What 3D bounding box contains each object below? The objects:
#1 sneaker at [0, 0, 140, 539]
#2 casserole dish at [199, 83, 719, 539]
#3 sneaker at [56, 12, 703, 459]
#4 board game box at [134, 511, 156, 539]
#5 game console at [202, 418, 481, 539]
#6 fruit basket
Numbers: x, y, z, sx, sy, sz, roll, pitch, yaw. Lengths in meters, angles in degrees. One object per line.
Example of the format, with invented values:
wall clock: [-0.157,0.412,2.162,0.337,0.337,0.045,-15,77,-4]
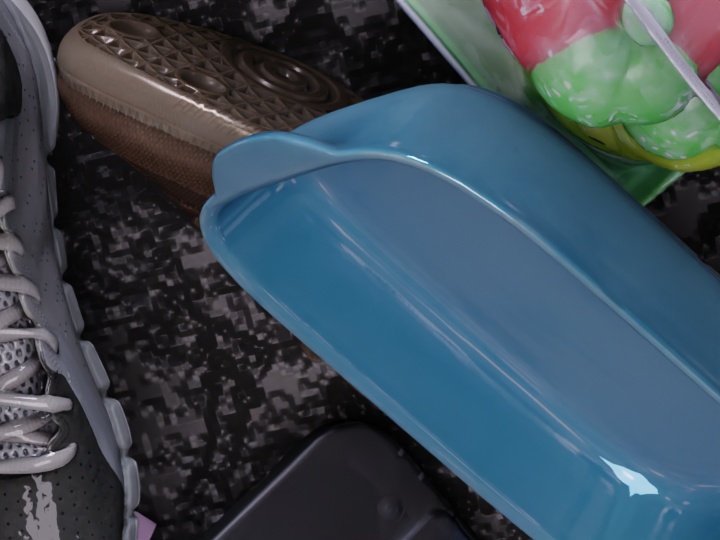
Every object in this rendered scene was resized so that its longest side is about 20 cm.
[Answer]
sneaker: [-0.109,0.008,0.767,0.075,0.116,0.201,-12,80,1]
casserole dish: [0.050,0.018,0.738,0.200,0.121,0.039,41,62,-20]
sneaker: [0.000,0.000,0.813,0.200,0.070,0.076,25,111,-1]
board game box: [-0.197,0.102,0.869,0.199,0.043,0.200,33,105,-6]
game console: [0.015,0.168,0.795,0.176,0.116,0.200,-43,104,-14]
fruit basket: [0.047,-0.075,0.721,0.094,0.200,0.185,-40,99,12]
